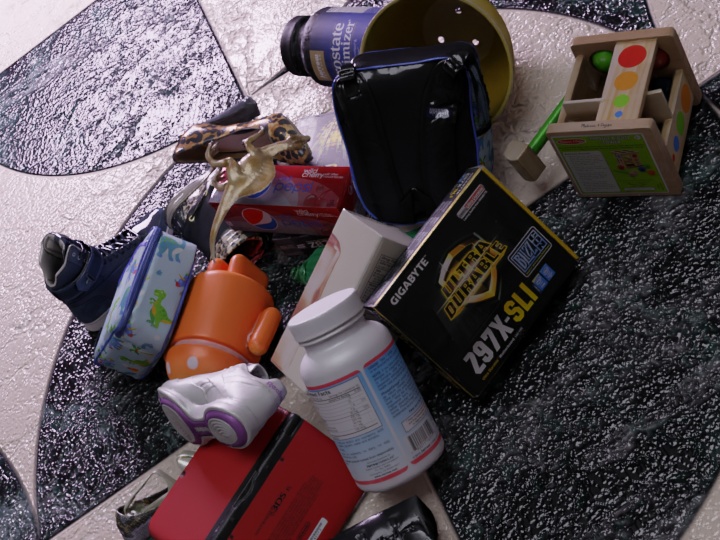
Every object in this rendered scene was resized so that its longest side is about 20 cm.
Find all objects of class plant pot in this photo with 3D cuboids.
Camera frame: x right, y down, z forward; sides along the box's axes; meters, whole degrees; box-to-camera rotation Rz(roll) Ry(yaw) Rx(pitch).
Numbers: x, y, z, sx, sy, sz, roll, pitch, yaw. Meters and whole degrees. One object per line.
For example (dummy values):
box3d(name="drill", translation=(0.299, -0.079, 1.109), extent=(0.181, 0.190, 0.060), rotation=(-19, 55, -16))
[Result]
box3d(name="plant pot", translation=(0.113, -0.284, 1.582), extent=(0.198, 0.202, 0.142), rotation=(-11, 26, 26))

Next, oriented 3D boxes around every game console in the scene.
box3d(name="game console", translation=(-0.115, 0.262, 1.393), extent=(0.201, 0.172, 0.119), rotation=(-56, 9, -13))

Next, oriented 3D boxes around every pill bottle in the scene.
box3d(name="pill bottle", translation=(-0.012, -0.310, 1.713), extent=(0.198, 0.112, 0.113), rotation=(9, 64, 37))
box3d(name="pill bottle", translation=(0.002, 0.127, 1.319), extent=(0.108, 0.202, 0.109), rotation=(-26, 9, 4))

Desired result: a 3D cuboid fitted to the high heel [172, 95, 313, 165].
box3d(name="high heel", translation=(-0.157, -0.154, 1.635), extent=(0.142, 0.072, 0.200), rotation=(-35, 42, -17))

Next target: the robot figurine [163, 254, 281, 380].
box3d(name="robot figurine", translation=(-0.174, 0.080, 1.537), extent=(0.142, 0.117, 0.202), rotation=(13, 62, 3))

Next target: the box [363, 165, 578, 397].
box3d(name="box", translation=(0.124, 0.013, 1.363), extent=(0.201, 0.159, 0.049), rotation=(-51, 15, -10))

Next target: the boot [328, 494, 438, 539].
box3d(name="boot", translation=(0.005, 0.347, 1.272), extent=(0.198, 0.066, 0.166), rotation=(-22, 67, 1))

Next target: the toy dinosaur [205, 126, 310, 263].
box3d(name="toy dinosaur", translation=(-0.152, -0.115, 1.529), extent=(0.101, 0.058, 0.200), rotation=(33, 78, 39))

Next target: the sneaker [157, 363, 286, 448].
box3d(name="sneaker", translation=(-0.158, 0.151, 1.412), extent=(0.199, 0.075, 0.100), rotation=(4, 39, 50))

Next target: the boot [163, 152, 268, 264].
box3d(name="boot", translation=(-0.158, -0.092, 1.687), extent=(0.203, 0.074, 0.154), rotation=(-41, 53, -5))

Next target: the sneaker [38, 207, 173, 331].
box3d(name="sneaker", translation=(-0.357, -0.033, 1.719), extent=(0.076, 0.146, 0.203), rotation=(22, 70, 43))

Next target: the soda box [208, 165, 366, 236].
box3d(name="soda box", translation=(-0.090, -0.090, 1.563), extent=(0.198, 0.070, 0.064), rotation=(4, 60, 30))

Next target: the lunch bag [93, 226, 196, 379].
box3d(name="lunch bag", translation=(-0.278, 0.043, 1.594), extent=(0.200, 0.082, 0.162), rotation=(137, 153, -62))

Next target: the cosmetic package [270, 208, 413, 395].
box3d(name="cosmetic package", translation=(-0.008, 0.044, 1.419), extent=(0.087, 0.103, 0.202), rotation=(37, 103, 46))

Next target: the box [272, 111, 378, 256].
box3d(name="box", translation=(-0.023, -0.123, 1.630), extent=(0.159, 0.049, 0.202), rotation=(-7, 57, 31))

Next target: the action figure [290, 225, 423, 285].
box3d(name="action figure", translation=(0.000, 0.000, 1.523), extent=(0.198, 0.055, 0.119), rotation=(-2, 60, 28))

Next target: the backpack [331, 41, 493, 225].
box3d(name="backpack", translation=(0.075, -0.168, 1.488), extent=(0.181, 0.203, 0.147), rotation=(-4, 21, 20))

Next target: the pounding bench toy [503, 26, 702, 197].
box3d(name="pounding bench toy", translation=(0.275, -0.186, 1.428), extent=(0.198, 0.124, 0.158), rotation=(0, 59, 33))

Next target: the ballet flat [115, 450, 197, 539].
box3d(name="ballet flat", translation=(-0.212, 0.255, 1.460), extent=(0.199, 0.072, 0.072), rotation=(-34, 46, 9))
